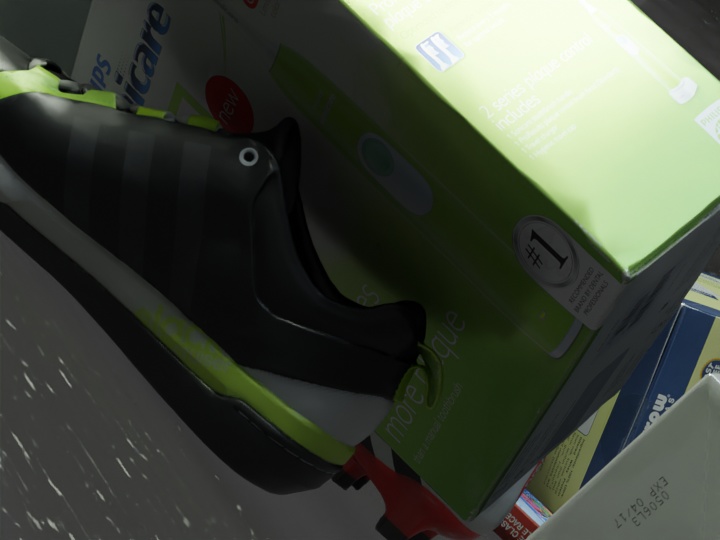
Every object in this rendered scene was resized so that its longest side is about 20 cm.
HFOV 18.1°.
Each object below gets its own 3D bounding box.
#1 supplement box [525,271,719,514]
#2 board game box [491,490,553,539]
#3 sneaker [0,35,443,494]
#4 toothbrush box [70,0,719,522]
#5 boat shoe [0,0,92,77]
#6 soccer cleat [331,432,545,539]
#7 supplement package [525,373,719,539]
[{"bbox_3d":[0.184,0.077,1.277,0.199,0.135,0.200,18,9,-26],"label":"supplement box"},{"bbox_3d":[0.059,0.103,1.102,0.200,0.019,0.103,44,5,-21],"label":"board game box"},{"bbox_3d":[-0.055,-0.023,0.683,0.200,0.083,0.072,46,6,4],"label":"sneaker"},{"bbox_3d":[0.011,-0.044,0.715,0.200,0.086,0.146,46,-36,13],"label":"toothbrush box"},{"bbox_3d":[-0.134,-0.108,0.861,0.200,0.071,0.064,46,1,-14],"label":"boat shoe"},{"bbox_3d":[-0.012,0.010,0.806,0.200,0.085,0.069,46,4,12],"label":"soccer cleat"},{"bbox_3d":[0.169,0.129,1.032,0.120,0.121,0.200,49,12,13],"label":"supplement package"}]
